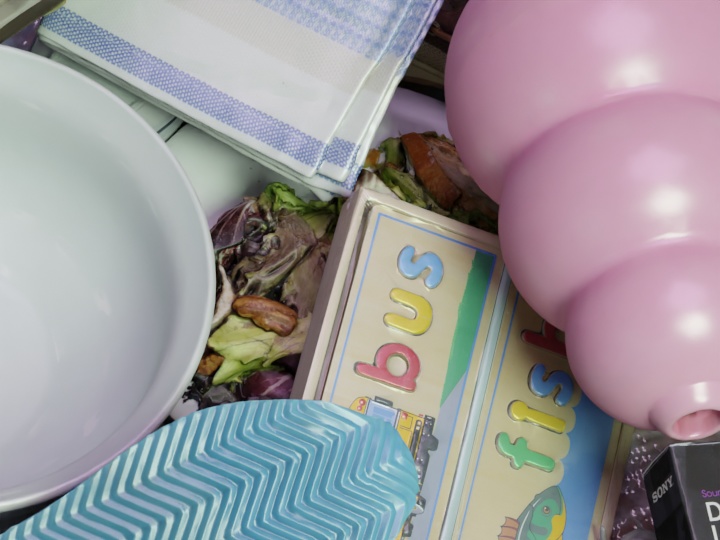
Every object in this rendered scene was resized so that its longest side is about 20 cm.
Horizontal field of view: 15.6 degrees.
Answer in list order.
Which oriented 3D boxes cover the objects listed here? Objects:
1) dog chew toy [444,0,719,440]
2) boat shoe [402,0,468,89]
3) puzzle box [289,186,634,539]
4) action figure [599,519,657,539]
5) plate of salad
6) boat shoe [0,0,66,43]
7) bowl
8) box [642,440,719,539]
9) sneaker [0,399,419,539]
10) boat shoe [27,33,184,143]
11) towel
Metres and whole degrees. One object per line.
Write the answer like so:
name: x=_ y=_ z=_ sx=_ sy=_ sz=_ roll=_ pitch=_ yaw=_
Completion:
dog chew toy: x=0.102 y=-0.030 z=0.976 sx=0.124 sy=0.125 sz=0.201 roll=-4 pitch=57 yaw=-13
boat shoe: x=0.063 y=-0.111 z=1.092 sx=0.199 sy=0.072 sz=0.072 roll=20 pitch=56 yaw=22
puzzle box: x=0.032 y=0.080 z=0.993 sx=0.132 sy=0.025 sz=0.201 roll=19 pitch=68 yaw=-11
action figure: x=0.155 y=0.169 z=0.964 sx=0.200 sy=0.069 sz=0.130 roll=47 pitch=52 yaw=10
plate of salad: x=0.000 y=0.000 z=1.057 sx=0.199 sy=0.048 sz=0.201 roll=5 pitch=59 yaw=-8
boat shoe: x=-0.147 y=-0.125 z=1.035 sx=0.059 sy=0.199 sz=0.072 roll=-28 pitch=94 yaw=-43
bowl: x=-0.157 y=0.019 z=0.990 sx=0.200 sy=0.091 sz=0.202 roll=4 pitch=58 yaw=-7
box: x=0.188 y=0.153 z=0.920 sx=0.142 sy=0.036 sz=0.201 roll=-3 pitch=68 yaw=-19
sneaker: x=-0.074 y=0.101 z=0.925 sx=0.199 sy=0.081 sz=0.077 roll=-23 pitch=84 yaw=3
boat shoe: x=-0.085 y=-0.118 z=1.100 sx=0.073 sy=0.067 sz=0.201 roll=27 pitch=58 yaw=7
towel: x=-0.025 y=-0.145 z=1.050 sx=0.146 sy=0.024 sz=0.201 roll=27 pitch=85 yaw=8
